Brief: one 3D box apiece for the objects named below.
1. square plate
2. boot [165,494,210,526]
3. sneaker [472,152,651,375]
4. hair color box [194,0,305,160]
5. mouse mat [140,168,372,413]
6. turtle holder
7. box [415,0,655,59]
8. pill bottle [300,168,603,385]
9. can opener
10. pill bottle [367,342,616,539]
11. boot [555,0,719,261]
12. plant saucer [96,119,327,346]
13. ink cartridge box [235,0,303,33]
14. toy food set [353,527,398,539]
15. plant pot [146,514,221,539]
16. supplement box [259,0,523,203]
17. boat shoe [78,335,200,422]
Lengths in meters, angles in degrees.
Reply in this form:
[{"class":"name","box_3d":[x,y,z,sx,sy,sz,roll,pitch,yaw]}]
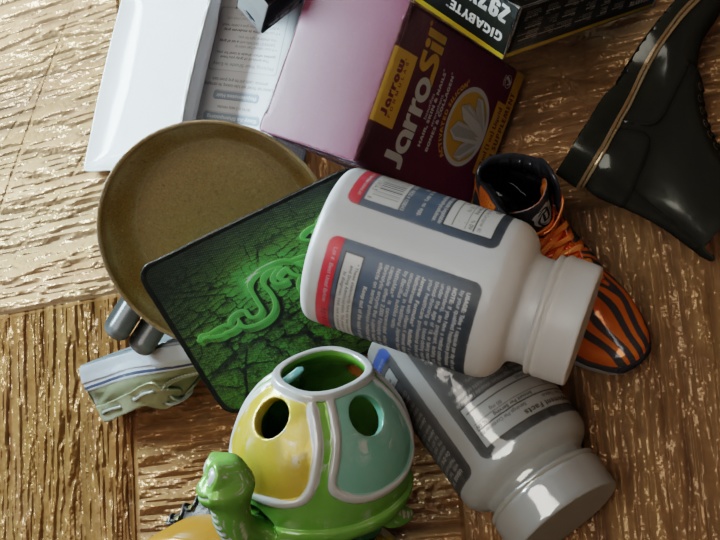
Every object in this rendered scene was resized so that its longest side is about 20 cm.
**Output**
[{"class":"square plate","box_3d":[-0.193,-0.186,1.290,0.200,0.028,0.199,9,86,56]},{"class":"boot","box_3d":[-0.106,0.178,1.195,0.174,0.069,0.201,-39,68,16]},{"class":"sneaker","box_3d":[0.148,-0.010,1.058,0.077,0.112,0.200,-38,65,-10]},{"class":"hair color box","box_3d":[-0.095,-0.164,1.252,0.099,0.061,0.201,10,86,29]},{"class":"mouse mat","box_3d":[-0.058,0.021,1.104,0.199,0.161,0.008,-26,27,7]},{"class":"turtle holder","box_3d":[-0.046,0.136,1.037,0.141,0.184,0.133,-131,37,-57]},{"class":"box","box_3d":[0.122,-0.243,1.075,0.160,0.199,0.050,40,133,26]},{"class":"pill bottle","box_3d":[0.068,0.010,0.995,0.199,0.120,0.120,19,91,12]},{"class":"can opener","box_3d":[-0.154,-0.021,1.189,0.201,0.053,0.066,-61,22,-8]},{"class":"pill bottle","box_3d":[0.103,0.115,1.069,0.114,0.114,0.200,-43,65,15]},{"class":"boot","box_3d":[0.260,-0.118,1.062,0.138,0.077,0.201,34,83,5]},{"class":"plant saucer","box_3d":[-0.114,-0.032,1.117,0.199,0.035,0.201,3,114,6]},{"class":"ink cartridge box","box_3d":[-0.054,-0.247,1.130,0.099,0.200,0.039,-40,97,-2]},{"class":"toy food set","box_3d":[-0.022,0.267,1.070,0.198,0.200,0.049,51,137,12]},{"class":"plant pot","box_3d":[-0.159,0.324,1.100,0.199,0.183,0.202,10,108,33]},{"class":"supplement box","box_3d":[0.030,-0.137,1.099,0.103,0.200,0.132,22,93,34]},{"class":"boat shoe","box_3d":[-0.179,0.093,1.242,0.199,0.072,0.062,-17,97,45]}]
